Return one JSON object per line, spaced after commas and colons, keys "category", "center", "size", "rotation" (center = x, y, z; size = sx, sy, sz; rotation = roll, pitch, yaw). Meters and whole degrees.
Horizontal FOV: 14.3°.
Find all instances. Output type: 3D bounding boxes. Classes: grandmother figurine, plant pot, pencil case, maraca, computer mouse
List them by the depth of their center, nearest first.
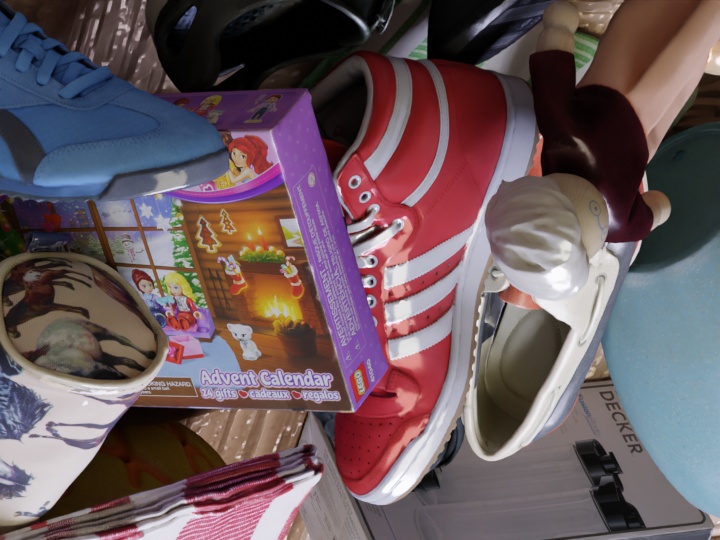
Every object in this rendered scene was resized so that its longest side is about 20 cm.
{"category": "pencil case", "center": [-0.164, 0.069, 1.243], "size": [0.089, 0.078, 0.200], "rotation": [26, 134, -16]}
{"category": "grandmother figurine", "center": [0.108, -0.063, 1.254], "size": [0.060, 0.200, 0.121], "rotation": [-17, 120, 41]}
{"category": "computer mouse", "center": [0.110, -0.166, 1.275], "size": [0.200, 0.046, 0.140], "rotation": [-41, 170, 34]}
{"category": "maraca", "center": [-0.139, 0.125, 1.407], "size": [0.200, 0.137, 0.107], "rotation": [-13, 105, -52]}
{"category": "plant pot", "center": [0.194, 0.004, 1.419], "size": [0.200, 0.200, 0.135], "rotation": [-36, 123, 15]}

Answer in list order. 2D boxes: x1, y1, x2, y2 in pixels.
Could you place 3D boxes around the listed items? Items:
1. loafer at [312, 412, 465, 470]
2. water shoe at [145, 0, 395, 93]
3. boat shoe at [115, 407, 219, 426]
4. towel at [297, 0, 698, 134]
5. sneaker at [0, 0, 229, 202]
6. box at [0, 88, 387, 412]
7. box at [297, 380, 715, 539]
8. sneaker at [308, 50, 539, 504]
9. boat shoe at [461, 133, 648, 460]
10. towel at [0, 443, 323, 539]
{"category": "loafer", "center": [0.018, 0.067, 1.418], "size": [0.068, 0.071, 0.201], "rotation": [-24, 171, 9]}
{"category": "water shoe", "center": [0.003, -0.133, 1.236], "size": [0.200, 0.079, 0.071], "rotation": [-33, 141, 11]}
{"category": "boat shoe", "center": [-0.128, 0.038, 1.369], "size": [0.199, 0.071, 0.070], "rotation": [-9, 151, -21]}
{"category": "towel", "center": [0.050, -0.063, 1.386], "size": [0.200, 0.023, 0.153], "rotation": [19, 124, -41]}
{"category": "sneaker", "center": [-0.144, -0.074, 1.161], "size": [0.066, 0.199, 0.079], "rotation": [-21, 117, -59]}
{"category": "box", "center": [-0.098, -0.007, 1.235], "size": [0.199, 0.039, 0.137], "rotation": [0, 120, 29]}
{"category": "box", "center": [0.074, 0.124, 1.540], "size": [0.199, 0.117, 0.060], "rotation": [-3, 135, -23]}
{"category": "sneaker", "center": [0.000, 0.000, 1.257], "size": [0.112, 0.071, 0.201], "rotation": [13, 96, -37]}
{"category": "boat shoe", "center": [0.085, 0.005, 1.361], "size": [0.063, 0.071, 0.200], "rotation": [-44, 154, -42]}
{"category": "towel", "center": [-0.118, 0.148, 1.316], "size": [0.199, 0.023, 0.144], "rotation": [-16, 151, -31]}
